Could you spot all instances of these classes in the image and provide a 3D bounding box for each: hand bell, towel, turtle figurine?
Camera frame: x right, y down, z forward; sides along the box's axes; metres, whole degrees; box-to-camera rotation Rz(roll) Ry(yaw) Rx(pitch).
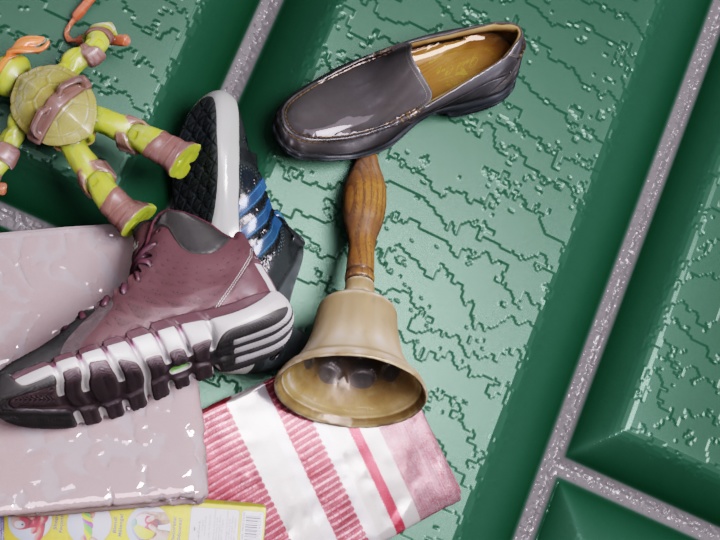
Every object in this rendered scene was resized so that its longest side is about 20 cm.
[{"bbox_3d":[0.000,0.000,1.033,0.104,0.104,0.200,13,55,-13],"label":"hand bell"},{"bbox_3d":[-0.204,0.067,0.973,0.191,0.032,0.200,-4,69,-10],"label":"towel"},{"bbox_3d":[-0.191,-0.109,0.995,0.161,0.064,0.200,36,72,7],"label":"turtle figurine"},{"bbox_3d":[-0.042,0.144,1.040,0.200,0.023,0.144,-26,92,-15],"label":"towel"}]

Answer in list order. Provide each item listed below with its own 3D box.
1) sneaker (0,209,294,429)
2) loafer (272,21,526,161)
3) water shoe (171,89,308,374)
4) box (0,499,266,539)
[{"bbox_3d":[-0.153,0.025,0.950,0.200,0.076,0.116,-16,61,-17],"label":"sneaker"},{"bbox_3d":[0.029,-0.139,1.063,0.200,0.072,0.073,-24,75,-18],"label":"loafer"},{"bbox_3d":[-0.083,-0.027,1.037,0.079,0.071,0.201,-2,87,-37],"label":"water shoe"},{"bbox_3d":[-0.167,0.207,0.973,0.200,0.048,0.118,6,83,-7],"label":"box"}]
